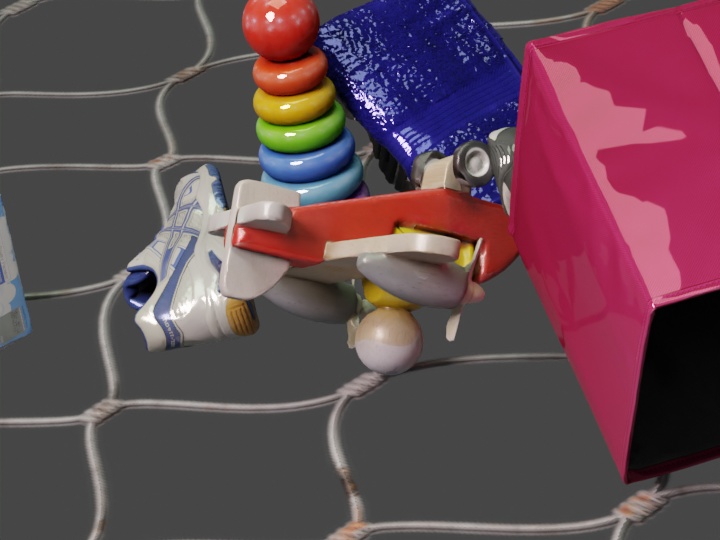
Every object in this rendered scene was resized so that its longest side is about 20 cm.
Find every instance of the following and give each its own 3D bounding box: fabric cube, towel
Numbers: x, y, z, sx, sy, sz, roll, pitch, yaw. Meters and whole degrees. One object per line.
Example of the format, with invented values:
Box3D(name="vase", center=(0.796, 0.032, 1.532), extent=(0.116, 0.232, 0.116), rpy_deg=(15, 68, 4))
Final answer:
Box3D(name="fabric cube", center=(0.217, -0.026, 1.551), extent=(0.200, 0.196, 0.200), rpy_deg=(-15, 56, -10))
Box3D(name="towel", center=(0.069, -0.124, 1.876), extent=(0.148, 0.050, 0.200), rpy_deg=(-28, 69, -37))

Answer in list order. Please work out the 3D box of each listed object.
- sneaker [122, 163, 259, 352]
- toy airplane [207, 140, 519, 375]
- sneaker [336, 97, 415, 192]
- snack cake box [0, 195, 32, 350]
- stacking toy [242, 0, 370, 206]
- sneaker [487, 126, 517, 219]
Box3D(name="sneaker", center=(-0.128, -0.011, 1.829), extent=(0.088, 0.075, 0.200), rpy_deg=(-16, 27, 0))
Box3D(name="toy airplane", center=(0.000, 0.000, 1.682), extent=(0.199, 0.141, 0.200), rpy_deg=(-10, 1, 19))
Box3D(name="sneaker", center=(0.049, -0.124, 1.969), extent=(0.090, 0.078, 0.200), rpy_deg=(-3, 34, -22))
Box3D(name="snack cake box", center=(-0.329, -0.016, 1.861), extent=(0.067, 0.115, 0.200), rpy_deg=(-32, 36, -34))
Box3D(name="stacking toy", center=(-0.042, -0.107, 1.837), extent=(0.085, 0.200, 0.085), rpy_deg=(-8, 30, 5))
Box3D(name="sneaker", center=(0.157, -0.062, 1.713), extent=(0.085, 0.075, 0.200), rpy_deg=(-25, -23, 29))
